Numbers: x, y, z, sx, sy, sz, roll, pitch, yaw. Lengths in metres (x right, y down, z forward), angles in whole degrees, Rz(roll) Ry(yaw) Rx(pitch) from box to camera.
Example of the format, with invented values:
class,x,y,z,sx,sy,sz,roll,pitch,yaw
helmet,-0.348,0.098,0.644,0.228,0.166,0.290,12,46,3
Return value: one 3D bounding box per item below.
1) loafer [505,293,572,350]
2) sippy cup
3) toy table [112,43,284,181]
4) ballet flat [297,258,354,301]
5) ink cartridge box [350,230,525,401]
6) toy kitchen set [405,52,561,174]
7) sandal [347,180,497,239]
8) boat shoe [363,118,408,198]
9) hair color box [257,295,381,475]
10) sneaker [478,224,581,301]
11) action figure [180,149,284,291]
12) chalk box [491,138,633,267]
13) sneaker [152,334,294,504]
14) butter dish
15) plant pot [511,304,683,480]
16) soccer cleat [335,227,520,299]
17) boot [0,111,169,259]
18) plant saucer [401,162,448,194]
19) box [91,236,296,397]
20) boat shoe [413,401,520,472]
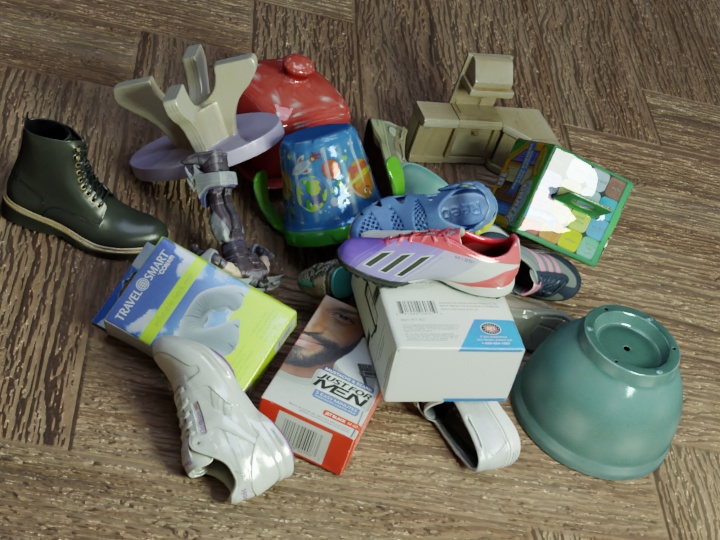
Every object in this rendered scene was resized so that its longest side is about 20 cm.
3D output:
class,x,y,z,sx,sy,sz,roll,pitch,yaw
loafer,0.166,0.056,1.706,0.200,0.072,0.063,11,20,-21
sippy cup,-0.041,-0.110,1.711,0.178,0.130,0.140,-14,15,-6
toy table,-0.207,-0.195,1.720,0.200,0.117,0.184,-17,28,1
ballet flat,0.000,0.000,1.688,0.075,0.068,0.200,8,12,41
ink cartridge box,0.081,0.048,1.544,0.146,0.084,0.200,1,39,-14
toy kitchen set,0.193,-0.184,1.918,0.200,0.163,0.180,0,42,-23
sandal,0.080,-0.064,1.629,0.200,0.087,0.080,-20,89,-16
boat shoe,0.048,-0.140,1.879,0.063,0.073,0.201,4,33,-12
hair color box,-0.031,0.123,1.530,0.111,0.064,0.200,23,36,5
sneaker,0.212,0.011,1.737,0.200,0.070,0.082,20,30,-35
action figure,-0.155,-0.041,1.631,0.130,0.069,0.200,2,70,-68
chalk box,0.258,-0.087,1.781,0.125,0.124,0.200,24,4,-13
sneaker,-0.158,0.150,1.414,0.100,0.075,0.200,-35,73,-28
butter dish,-0.099,-0.223,1.849,0.199,0.148,0.200,-18,52,-38
plant pot,0.293,0.126,1.613,0.200,0.134,0.200,12,39,-10
soccer cleat,0.075,-0.021,1.499,0.200,0.073,0.068,8,39,-5
boot,-0.312,-0.097,1.609,0.200,0.138,0.077,14,38,-10
plant saucer,0.106,-0.050,1.769,0.200,0.036,0.200,40,26,-24
box,-0.185,0.051,1.525,0.200,0.048,0.122,28,68,10
boat shoe,0.098,0.147,1.561,0.068,0.072,0.200,-13,58,-36
